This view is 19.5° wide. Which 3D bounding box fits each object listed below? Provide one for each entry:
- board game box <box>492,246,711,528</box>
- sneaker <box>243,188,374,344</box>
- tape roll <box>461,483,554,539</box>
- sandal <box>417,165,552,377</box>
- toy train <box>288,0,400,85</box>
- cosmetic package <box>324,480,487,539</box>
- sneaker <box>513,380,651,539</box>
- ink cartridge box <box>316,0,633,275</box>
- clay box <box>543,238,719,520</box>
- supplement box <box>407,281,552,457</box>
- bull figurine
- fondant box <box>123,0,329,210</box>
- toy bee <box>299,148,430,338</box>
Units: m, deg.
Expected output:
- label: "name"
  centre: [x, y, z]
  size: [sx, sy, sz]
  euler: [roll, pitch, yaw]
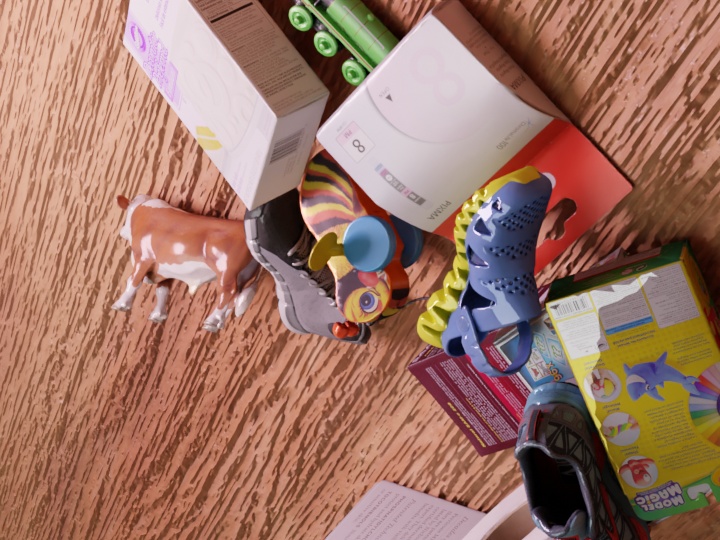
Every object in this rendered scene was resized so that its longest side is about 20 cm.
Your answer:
- label: "board game box"
  centre: [0.214, 0.096, 1.655]
  size: [0.126, 0.035, 0.200]
  euler: [-35, 100, 24]
- label: "sneaker"
  centre: [-0.027, -0.003, 1.881]
  size: [0.115, 0.075, 0.200]
  euler: [21, 152, 29]
- label: "tape roll"
  centre: [0.155, 0.244, 1.808]
  size: [0.071, 0.202, 0.202]
  euler: [50, 150, -6]
- label: "sandal"
  centre: [0.110, 0.006, 1.586]
  size: [0.087, 0.079, 0.201]
  euler: [49, 145, 29]
- label: "toy train"
  centre: [0.023, -0.158, 1.652]
  size: [0.200, 0.042, 0.056]
  euler: [46, 140, 0]
- label: "cosmetic package"
  centre: [0.066, 0.339, 2.068]
  size: [0.199, 0.166, 0.168]
  euler: [13, 137, 45]
- label: "sneaker"
  centre: [0.163, 0.192, 1.639]
  size: [0.079, 0.096, 0.201]
  euler: [-14, 111, 30]
- label: "ink cartridge box"
  centre: [0.084, -0.085, 1.605]
  size: [0.200, 0.057, 0.163]
  euler: [49, 129, 3]
- label: "clay box"
  centre: [0.230, 0.087, 1.601]
  size: [0.114, 0.048, 0.201]
  euler: [-17, 109, 21]
- label: "supplement box"
  centre: [0.136, 0.085, 1.778]
  size: [0.109, 0.061, 0.200]
  euler: [50, 149, -9]
- label: "bull figurine"
  centre: [-0.173, -0.010, 2.010]
  size: [0.199, 0.122, 0.065]
  euler: [7, 169, 39]
- label: "fondant box"
  centre: [-0.115, -0.170, 1.750]
  size: [0.200, 0.058, 0.145]
  euler: [53, 153, 18]
- label: "toy bee"
  centre: [0.000, 0.000, 1.765]
  size: [0.109, 0.131, 0.201]
  euler: [-44, 51, 22]
